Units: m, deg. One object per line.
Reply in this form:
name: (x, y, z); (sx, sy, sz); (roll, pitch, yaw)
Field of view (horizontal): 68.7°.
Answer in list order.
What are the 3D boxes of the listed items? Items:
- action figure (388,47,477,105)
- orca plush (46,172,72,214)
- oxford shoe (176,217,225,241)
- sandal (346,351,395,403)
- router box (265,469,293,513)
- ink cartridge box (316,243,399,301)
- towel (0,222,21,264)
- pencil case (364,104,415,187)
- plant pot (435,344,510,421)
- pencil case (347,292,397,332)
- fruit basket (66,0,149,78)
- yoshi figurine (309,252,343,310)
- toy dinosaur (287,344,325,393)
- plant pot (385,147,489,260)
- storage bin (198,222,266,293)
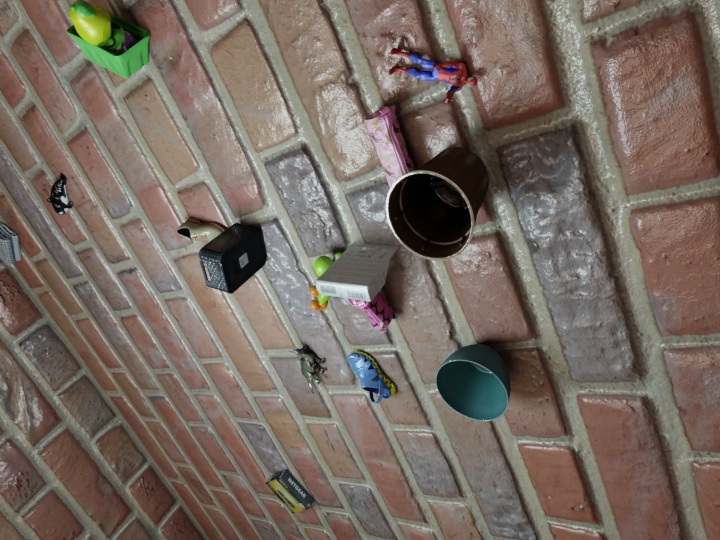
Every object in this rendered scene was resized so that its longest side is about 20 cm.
action figure: (0.142, -0.402, 1.085); (0.196, 0.099, 0.067); (20, 132, 18)
orca plush: (-1.200, -0.286, 2.085); (0.106, 0.071, 0.199); (49, 134, -6)
oxford shoe: (-0.520, -0.116, 1.742); (0.195, 0.075, 0.072); (13, 127, 26)
sandal: (0.028, 0.346, 1.689); (0.200, 0.087, 0.079); (46, 136, 0)
router box: (-0.325, 1.015, 2.417); (0.201, 0.052, 0.157); (48, 134, -4)
ink cartridge box: (0.000, 0.000, 1.382); (0.159, 0.200, 0.058); (5, 120, 30)
towel: (-1.739, -0.146, 2.539); (0.197, 0.086, 0.168); (32, 132, 11)
pencil case: (0.076, -0.277, 1.222); (0.085, 0.083, 0.204); (-8, 115, 37)
plant pot: (0.315, 0.277, 1.411); (0.196, 0.135, 0.204); (17, 129, 22)
pencil case: (0.030, 0.095, 1.451); (0.088, 0.096, 0.200); (-10, 152, 20)
fruit basket: (-0.695, -0.653, 1.428); (0.212, 0.157, 0.218); (25, 147, 18)
yoshi figurine: (-0.111, 0.021, 1.543); (0.112, 0.112, 0.202); (40, 131, 12)
toy dinosaur: (-0.177, 0.337, 1.844); (0.101, 0.077, 0.204); (20, 136, 36)
plant pot: (0.182, -0.161, 1.151); (0.196, 0.199, 0.205); (17, 129, 22)
storage bin: (-0.388, -0.041, 1.617); (0.092, 0.200, 0.138); (12, 127, 25)
